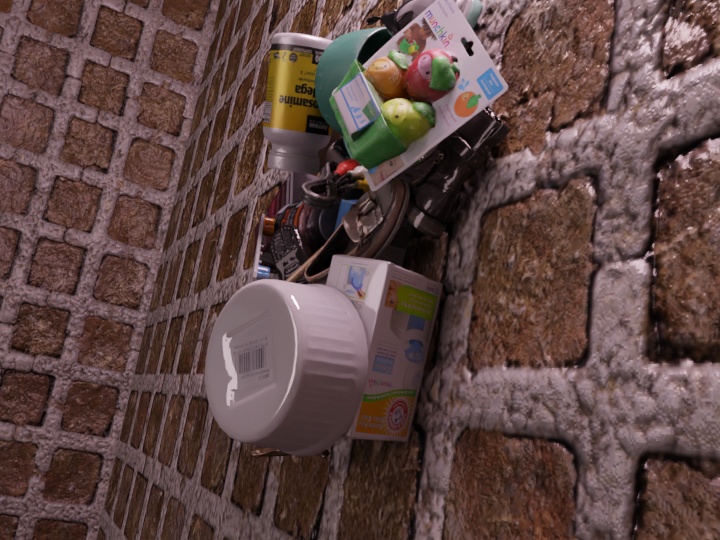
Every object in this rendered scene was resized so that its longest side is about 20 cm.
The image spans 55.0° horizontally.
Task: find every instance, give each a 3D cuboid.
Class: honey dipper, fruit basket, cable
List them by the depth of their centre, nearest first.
[{"bbox_3d":[0.058,-0.222,0.843,0.199,0.093,0.188,-38,55,25],"label":"fruit basket"},{"bbox_3d":[-0.031,-0.124,0.924,0.096,0.199,0.051,37,110,17],"label":"cable"},{"bbox_3d":[-0.074,-0.009,0.977,0.200,0.038,0.038,-44,33,11],"label":"honey dipper"}]

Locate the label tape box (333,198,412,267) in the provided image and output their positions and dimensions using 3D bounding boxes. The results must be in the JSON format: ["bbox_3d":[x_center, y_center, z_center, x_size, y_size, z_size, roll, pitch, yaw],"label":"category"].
[{"bbox_3d":[0.000,0.000,1.011,0.144,0.062,0.205,25,101,65],"label":"label tape box"}]

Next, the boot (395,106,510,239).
[{"bbox_3d":[0.106,-0.150,0.890,0.176,0.068,0.201,-60,32,18],"label":"boot"}]

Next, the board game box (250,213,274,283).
[{"bbox_3d":[-0.173,0.040,1.150,0.201,0.025,0.204,-97,19,-59],"label":"board game box"}]

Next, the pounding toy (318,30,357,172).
[{"bbox_3d":[-0.056,-0.313,1.249,0.185,0.140,0.202,-55,48,36],"label":"pounding toy"}]

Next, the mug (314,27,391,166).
[{"bbox_3d":[-0.001,-0.259,1.022,0.113,0.151,0.188,14,73,46],"label":"mug"}]

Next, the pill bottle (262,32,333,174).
[{"bbox_3d":[-0.096,-0.260,1.093,0.112,0.110,0.205,-150,65,-64],"label":"pill bottle"}]

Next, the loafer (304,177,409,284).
[{"bbox_3d":[-0.008,-0.042,0.903,0.201,0.062,0.073,-55,35,36],"label":"loafer"}]

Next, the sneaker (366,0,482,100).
[{"bbox_3d":[0.065,-0.296,0.938,0.078,0.137,0.204,-122,56,-86],"label":"sneaker"}]

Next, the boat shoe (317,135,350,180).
[{"bbox_3d":[-0.019,-0.169,1.164,0.093,0.074,0.200,-47,-4,-25],"label":"boat shoe"}]

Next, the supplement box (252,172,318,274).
[{"bbox_3d":[-0.152,-0.095,1.392,0.200,0.060,0.111,-47,36,44],"label":"supplement box"}]

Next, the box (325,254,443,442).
[{"bbox_3d":[0.012,0.096,0.849,0.100,0.111,0.205,9,83,45],"label":"box"}]

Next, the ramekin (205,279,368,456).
[{"bbox_3d":[-0.094,0.107,0.801,0.198,0.097,0.206,-15,68,40],"label":"ramekin"}]

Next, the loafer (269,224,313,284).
[{"bbox_3d":[-0.080,0.026,1.036,0.072,0.071,0.204,-24,60,21],"label":"loafer"}]

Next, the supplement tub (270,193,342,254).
[{"bbox_3d":[-0.075,-0.071,1.160,0.199,0.105,0.110,-5,71,64],"label":"supplement tub"}]

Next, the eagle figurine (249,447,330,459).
[{"bbox_3d":[-0.075,0.147,0.933,0.151,0.148,0.205,136,134,-74],"label":"eagle figurine"}]
